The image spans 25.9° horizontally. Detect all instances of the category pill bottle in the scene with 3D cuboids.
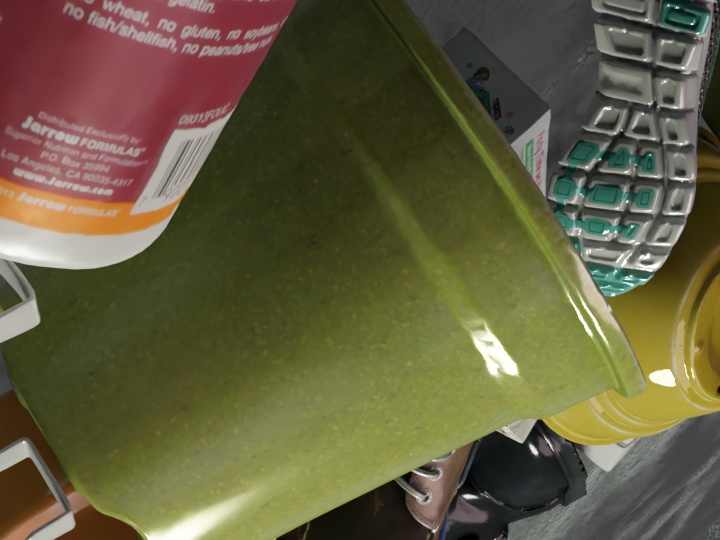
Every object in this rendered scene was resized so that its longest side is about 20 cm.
[{"bbox_3d":[-0.056,-0.109,0.380,0.114,0.114,0.200,-12,140,-55],"label":"pill bottle"}]

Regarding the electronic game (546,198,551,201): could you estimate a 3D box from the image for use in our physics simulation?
[{"bbox_3d":[0.125,0.011,1.030,0.200,0.042,0.200,-38,157,-19],"label":"electronic game"}]

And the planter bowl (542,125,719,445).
[{"bbox_3d":[0.189,0.020,0.900,0.200,0.083,0.202,-16,115,-36],"label":"planter bowl"}]

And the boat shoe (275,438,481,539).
[{"bbox_3d":[0.014,0.075,0.680,0.073,0.072,0.201,99,13,-58],"label":"boat shoe"}]

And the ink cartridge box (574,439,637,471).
[{"bbox_3d":[0.204,0.044,1.099,0.147,0.083,0.200,-45,166,-14],"label":"ink cartridge box"}]

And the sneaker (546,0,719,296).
[{"bbox_3d":[0.153,-0.085,0.818,0.091,0.077,0.201,-30,135,-62],"label":"sneaker"}]

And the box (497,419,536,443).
[{"bbox_3d":[0.125,0.005,0.924,0.039,0.041,0.201,40,78,-40],"label":"box"}]

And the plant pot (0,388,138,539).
[{"bbox_3d":[-0.116,0.177,0.684,0.200,0.183,0.201,-38,157,-19],"label":"plant pot"}]

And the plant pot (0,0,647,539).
[{"bbox_3d":[-0.027,0.012,0.583,0.184,0.201,0.200,-34,159,1],"label":"plant pot"}]

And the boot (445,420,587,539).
[{"bbox_3d":[0.073,0.160,1.109,0.168,0.077,0.200,-29,156,-2],"label":"boot"}]

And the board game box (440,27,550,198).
[{"bbox_3d":[0.000,0.000,0.751,0.200,0.064,0.148,-40,159,-11],"label":"board game box"}]

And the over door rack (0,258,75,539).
[{"bbox_3d":[-0.191,0.053,0.461,0.199,0.067,0.148,-17,150,-14],"label":"over door rack"}]

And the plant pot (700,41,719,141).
[{"bbox_3d":[0.295,-0.144,0.901,0.200,0.201,0.193,-18,158,-50],"label":"plant pot"}]
